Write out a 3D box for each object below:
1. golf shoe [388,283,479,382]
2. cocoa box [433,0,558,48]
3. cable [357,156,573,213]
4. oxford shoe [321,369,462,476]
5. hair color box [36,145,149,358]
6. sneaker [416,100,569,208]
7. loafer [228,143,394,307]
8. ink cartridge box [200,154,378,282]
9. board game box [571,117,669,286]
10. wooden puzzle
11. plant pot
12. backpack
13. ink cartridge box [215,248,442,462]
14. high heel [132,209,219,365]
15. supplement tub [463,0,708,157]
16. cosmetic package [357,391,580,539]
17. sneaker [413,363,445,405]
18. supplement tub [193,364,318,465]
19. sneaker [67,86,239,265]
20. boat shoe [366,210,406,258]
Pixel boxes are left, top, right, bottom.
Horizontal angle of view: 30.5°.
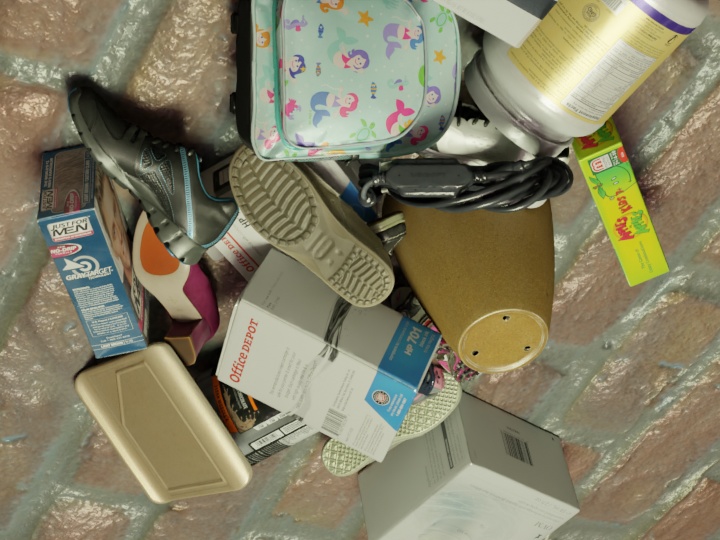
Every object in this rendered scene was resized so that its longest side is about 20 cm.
[{"bbox_3d":[0.098,0.066,1.519,0.073,0.092,0.200,-45,149,3],"label":"golf shoe"},{"bbox_3d":[0.086,-0.308,1.104,0.198,0.134,0.131,23,125,-30],"label":"cocoa box"},{"bbox_3d":[0.096,-0.078,1.215,0.196,0.163,0.052,-2,93,4],"label":"cable"},{"bbox_3d":[0.038,0.184,1.631,0.199,0.076,0.058,-36,172,12],"label":"oxford shoe"},{"bbox_3d":[-0.267,-0.017,1.339,0.060,0.101,0.202,-11,135,1],"label":"hair color box"},{"bbox_3d":[0.119,-0.138,1.300,0.198,0.075,0.080,23,139,-18],"label":"sneaker"},{"bbox_3d":[-0.047,-0.047,1.274,0.076,0.068,0.200,-41,100,16],"label":"loafer"},{"bbox_3d":[-0.096,-0.064,1.351,0.198,0.068,0.116,-27,132,16],"label":"ink cartridge box"},{"bbox_3d":[0.263,-0.088,1.376,0.047,0.102,0.201,-21,134,12],"label":"board game box"},{"bbox_3d":[-0.220,0.171,1.479,0.199,0.037,0.186,-22,105,48],"label":"wooden puzzle"},{"bbox_3d":[0.125,0.000,1.366,0.183,0.202,0.188,-5,134,-5],"label":"plant pot"},{"bbox_3d":[-0.006,-0.184,1.185,0.197,0.150,0.181,-2,100,-19],"label":"backpack"},{"bbox_3d":[-0.035,0.089,1.355,0.198,0.086,0.147,28,140,4],"label":"ink cartridge box"},{"bbox_3d":[-0.191,-0.004,1.399,0.066,0.097,0.202,5,126,11],"label":"high heel"},{"bbox_3d":[0.202,-0.216,1.209,0.144,0.147,0.200,23,126,-30],"label":"supplement tub"},{"bbox_3d":[0.136,0.286,1.700,0.198,0.124,0.200,26,125,-31],"label":"cosmetic package"},{"bbox_3d":[0.059,0.113,1.502,0.081,0.071,0.200,6,170,0],"label":"sneaker"},{"bbox_3d":[-0.090,0.137,1.508,0.198,0.124,0.123,-29,133,16],"label":"supplement tub"},{"bbox_3d":[-0.199,-0.104,1.269,0.082,0.073,0.201,-39,104,3],"label":"sneaker"},{"bbox_3d":[-0.001,0.001,1.387,0.071,0.067,0.201,-21,170,-34],"label":"boat shoe"}]
